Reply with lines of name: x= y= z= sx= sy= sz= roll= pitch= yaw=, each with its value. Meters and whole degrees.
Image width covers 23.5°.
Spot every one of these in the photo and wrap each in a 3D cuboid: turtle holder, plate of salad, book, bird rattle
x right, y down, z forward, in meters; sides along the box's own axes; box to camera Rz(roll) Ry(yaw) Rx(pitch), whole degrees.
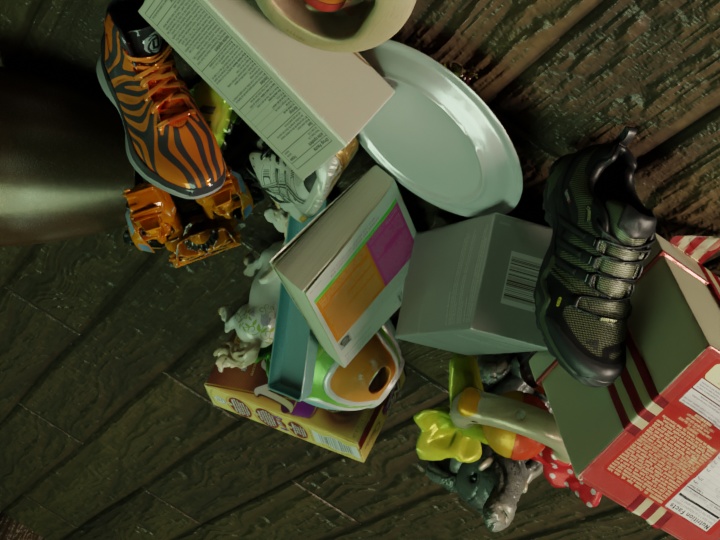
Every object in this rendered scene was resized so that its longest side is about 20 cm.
turtle holder: x=-0.034 y=0.084 z=1.831 sx=0.131 sy=0.142 sz=0.185 roll=35 pitch=153 yaw=-16
plate of salad: x=0.059 y=-0.124 z=1.459 sx=0.199 sy=0.048 sz=0.201 roll=33 pitch=154 yaw=19
book: x=0.000 y=0.000 z=1.614 sx=0.048 sy=0.134 sz=0.200 roll=39 pitch=169 yaw=25
bird rattle: x=0.149 y=0.158 z=1.627 sx=0.199 sy=0.113 sz=0.163 roll=27 pitch=171 yaw=8

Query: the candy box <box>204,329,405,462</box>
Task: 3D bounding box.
candy box: x=-0.063 y=0.126 z=1.965 sx=0.198 sy=0.117 sz=0.057 roll=18 pitch=153 yaw=20

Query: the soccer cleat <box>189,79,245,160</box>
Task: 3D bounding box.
soccer cleat: x=-0.151 y=-0.145 z=1.616 sx=0.083 sy=0.065 sz=0.200 roll=34 pitch=154 yaw=-2

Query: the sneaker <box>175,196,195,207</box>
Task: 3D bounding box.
sneaker: x=-0.217 y=-0.058 z=1.828 sx=0.070 sy=0.076 sz=0.200 roll=33 pitch=154 yaw=-11

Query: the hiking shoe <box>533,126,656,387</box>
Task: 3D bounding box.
hiking shoe: x=0.189 y=-0.011 z=1.368 sx=0.075 sy=0.202 sz=0.101 roll=6 pitch=160 yaw=-22

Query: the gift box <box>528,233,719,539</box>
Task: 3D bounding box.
gift box: x=0.277 y=0.090 z=1.445 sx=0.184 sy=0.187 sz=0.200 roll=36 pitch=110 yaw=-28

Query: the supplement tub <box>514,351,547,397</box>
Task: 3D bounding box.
supplement tub: x=0.222 y=0.085 z=1.612 sx=0.199 sy=0.107 sz=0.107 roll=31 pitch=155 yaw=-4

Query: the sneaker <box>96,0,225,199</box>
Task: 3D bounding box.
sneaker: x=-0.181 y=-0.161 z=1.522 sx=0.201 sy=0.077 sz=0.112 roll=54 pitch=155 yaw=26

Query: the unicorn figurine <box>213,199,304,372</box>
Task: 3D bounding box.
unicorn figurine: x=-0.096 y=0.008 z=1.786 sx=0.073 sy=0.202 sz=0.137 roll=7 pitch=176 yaw=-18

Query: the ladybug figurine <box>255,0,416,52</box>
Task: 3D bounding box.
ladybug figurine: x=-0.015 y=-0.237 z=1.294 sx=0.135 sy=0.072 sz=0.200 roll=32 pitch=155 yaw=-9

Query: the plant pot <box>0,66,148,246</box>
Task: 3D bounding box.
plant pot: x=-0.296 y=-0.108 z=1.730 sx=0.198 sy=0.188 sz=0.187 roll=5 pitch=149 yaw=16

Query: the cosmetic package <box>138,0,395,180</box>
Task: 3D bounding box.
cosmetic package: x=-0.078 y=-0.180 z=1.420 sx=0.200 sy=0.073 sz=0.103 roll=45 pitch=153 yaw=-8

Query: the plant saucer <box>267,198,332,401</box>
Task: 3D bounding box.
plant saucer: x=-0.057 y=0.024 z=1.703 sx=0.019 sy=0.202 sz=0.070 roll=3 pitch=-174 yaw=-32

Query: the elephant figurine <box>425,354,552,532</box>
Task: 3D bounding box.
elephant figurine: x=0.136 y=0.193 z=1.786 sx=0.140 sy=0.201 sz=0.156 roll=14 pitch=152 yaw=27

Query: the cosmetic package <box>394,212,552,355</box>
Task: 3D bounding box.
cosmetic package: x=0.107 y=0.016 z=1.540 sx=0.089 sy=0.108 sz=0.200 roll=14 pitch=173 yaw=-14

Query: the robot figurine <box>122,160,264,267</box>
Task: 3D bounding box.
robot figurine: x=-0.161 y=-0.051 z=1.649 sx=0.200 sy=0.144 sz=0.059 roll=79 pitch=171 yaw=-78

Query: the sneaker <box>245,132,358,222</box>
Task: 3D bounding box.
sneaker: x=-0.062 y=-0.097 z=1.575 sx=0.087 sy=0.076 sz=0.200 roll=37 pitch=165 yaw=-5
